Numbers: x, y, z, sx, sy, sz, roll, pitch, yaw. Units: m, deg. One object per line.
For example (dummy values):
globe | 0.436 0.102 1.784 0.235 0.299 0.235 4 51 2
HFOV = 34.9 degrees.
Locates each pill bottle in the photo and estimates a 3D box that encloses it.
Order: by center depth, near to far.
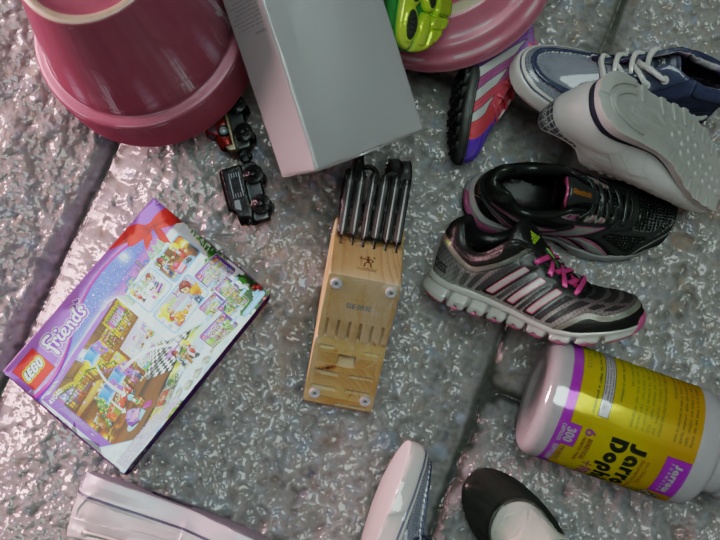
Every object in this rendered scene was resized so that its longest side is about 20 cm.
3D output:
pill bottle | 0.243 0.138 0.995 0.198 0.104 0.105 18 77 -2

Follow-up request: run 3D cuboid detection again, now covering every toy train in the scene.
toy train | -0.123 -0.136 1.052 0.045 0.034 0.202 -15 80 2

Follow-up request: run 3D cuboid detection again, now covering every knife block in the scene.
knife block | 0.000 0.000 1.029 0.063 0.176 0.202 10 122 -2

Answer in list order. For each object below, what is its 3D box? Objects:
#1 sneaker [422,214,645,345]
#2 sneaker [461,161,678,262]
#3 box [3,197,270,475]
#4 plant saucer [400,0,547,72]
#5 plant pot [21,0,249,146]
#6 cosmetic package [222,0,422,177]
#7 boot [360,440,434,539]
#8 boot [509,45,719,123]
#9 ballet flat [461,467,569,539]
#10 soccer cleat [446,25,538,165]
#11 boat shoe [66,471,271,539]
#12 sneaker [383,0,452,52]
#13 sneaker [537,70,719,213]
sneaker | 0.153 0.002 0.996 0.198 0.074 0.088 15 113 18
sneaker | 0.196 -0.057 1.040 0.197 0.086 0.081 2 80 -6
box | -0.192 0.056 0.999 0.136 0.039 0.201 39 77 2
plant saucer | 0.078 -0.281 1.053 0.198 0.051 0.203 -7 65 16
plant pot | -0.199 -0.227 0.967 0.197 0.179 0.203 -2 77 8
cosmetic package | -0.037 -0.189 0.945 0.112 0.081 0.202 -21 101 -25
boot | 0.045 0.253 0.975 0.089 0.073 0.202 19 85 -9
boot | 0.239 -0.177 1.034 0.198 0.090 0.074 9 65 -22
ballet flat | 0.160 0.255 0.980 0.068 0.068 0.201 -34 83 -11
soccer cleat | 0.130 -0.190 1.074 0.072 0.068 0.202 15 75 -7
boat shoe | -0.149 0.231 0.958 0.198 0.074 0.066 19 81 9
sneaker | 0.028 -0.269 1.005 0.083 0.074 0.202 -22 59 29
sneaker | 0.246 -0.107 1.013 0.199 0.080 0.077 31 57 -32
